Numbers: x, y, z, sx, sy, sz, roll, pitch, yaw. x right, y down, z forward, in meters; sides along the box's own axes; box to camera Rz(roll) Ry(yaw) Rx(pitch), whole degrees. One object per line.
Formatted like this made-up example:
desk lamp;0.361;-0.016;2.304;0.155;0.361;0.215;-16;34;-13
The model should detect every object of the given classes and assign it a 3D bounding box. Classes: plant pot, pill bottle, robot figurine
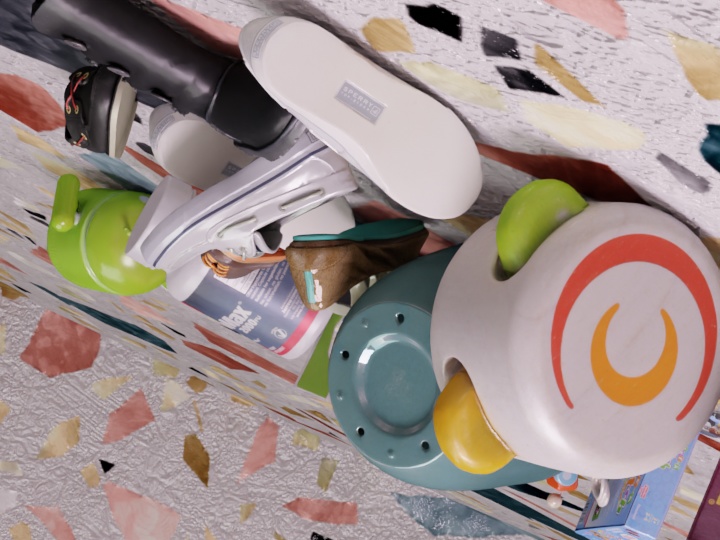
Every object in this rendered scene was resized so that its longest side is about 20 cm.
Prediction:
plant pot;0.071;0.078;1.307;0.200;0.201;0.161;19;-165;32
pill bottle;-0.125;-0.007;1.693;0.200;0.120;0.120;29;168;-14
robot figurine;-0.275;-0.033;1.910;0.175;0.116;0.200;32;167;-31

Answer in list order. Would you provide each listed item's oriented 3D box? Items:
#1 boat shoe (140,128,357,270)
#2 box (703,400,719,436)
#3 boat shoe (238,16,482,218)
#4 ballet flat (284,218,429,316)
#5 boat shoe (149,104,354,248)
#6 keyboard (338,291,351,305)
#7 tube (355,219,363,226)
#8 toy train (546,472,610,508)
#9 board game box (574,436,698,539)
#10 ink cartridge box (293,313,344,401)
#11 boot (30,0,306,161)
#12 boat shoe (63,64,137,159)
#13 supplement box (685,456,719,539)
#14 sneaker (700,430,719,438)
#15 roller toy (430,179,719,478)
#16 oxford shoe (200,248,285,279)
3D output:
boat shoe;-0.089;-0.040;1.330;0.067;0.200;0.074;59;-147;4
box;0.327;0.098;1.283;0.200;0.035;0.110;21;142;24
boat shoe;-0.002;-0.103;1.142;0.200;0.072;0.069;28;-175;-31
ballet flat;0.000;0.000;1.376;0.068;0.073;0.200;0;-174;22
boat shoe;-0.093;-0.078;1.429;0.200;0.072;0.069;23;-161;-28
keyboard;-0.004;0.017;1.560;0.127;0.021;0.200;60;159;-15
tube;0.017;-0.011;1.569;0.200;0.050;0.077;35;159;-14
toy train;0.224;0.161;1.651;0.055;0.151;0.200;-2;180;-12
board game box;0.262;0.177;1.586;0.037;0.152;0.200;25;169;0
ink cartridge box;0.058;0.092;1.666;0.200;0.148;0.076;20;168;32
boot;-0.133;-0.156;1.214;0.200;0.066;0.165;34;165;-16
boat shoe;-0.222;-0.136;1.443;0.063;0.074;0.201;19;174;-8
supplement box;0.312;0.126;1.133;0.131;0.200;0.103;20;168;21
sneaker;0.224;0.071;1.402;0.200;0.066;0.078;33;160;-11
roller toy;0.146;0.047;1.168;0.182;0.201;0.140;10;177;-29
oxford shoe;-0.107;-0.018;1.508;0.071;0.073;0.200;47;-169;4
